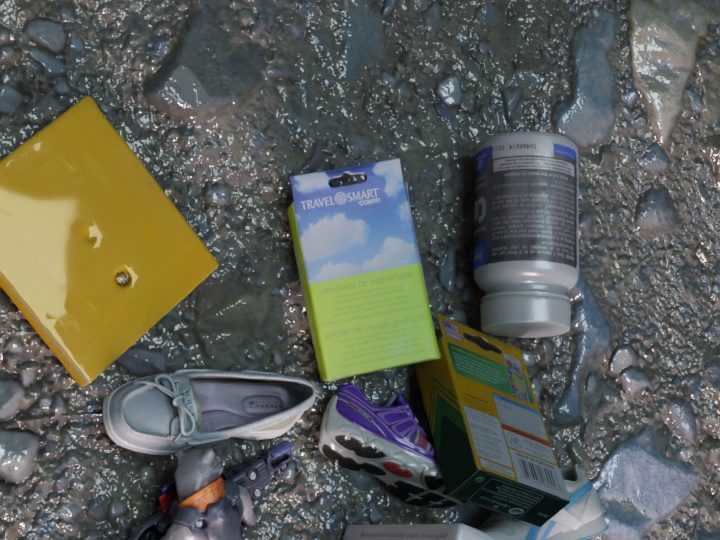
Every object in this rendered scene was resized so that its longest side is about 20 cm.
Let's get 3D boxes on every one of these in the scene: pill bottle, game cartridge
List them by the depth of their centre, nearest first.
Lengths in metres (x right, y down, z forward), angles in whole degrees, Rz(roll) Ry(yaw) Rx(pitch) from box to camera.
[{"bbox_3d":[-0.249,-0.028,1.230,0.176,0.032,0.201,-43,102,-31],"label":"game cartridge"},{"bbox_3d":[0.175,-0.036,1.449,0.113,0.113,0.203,10,75,-30],"label":"pill bottle"}]

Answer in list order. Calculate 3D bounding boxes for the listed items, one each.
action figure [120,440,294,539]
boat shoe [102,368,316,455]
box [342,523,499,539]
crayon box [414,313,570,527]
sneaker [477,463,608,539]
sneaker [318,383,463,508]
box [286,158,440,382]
[{"bbox_3d":[-0.103,0.236,1.229,0.199,0.104,0.195,-37,109,-31],"label":"action figure"},{"bbox_3d":[-0.136,0.122,1.241,0.200,0.065,0.075,3,64,-33],"label":"boat shoe"},{"bbox_3d":[0.094,0.331,1.274,0.199,0.198,0.132,29,67,-25],"label":"box"},{"bbox_3d":[0.127,0.150,1.376,0.125,0.052,0.201,23,36,-31],"label":"crayon box"},{"bbox_3d":[0.168,0.259,1.418,0.198,0.076,0.082,-10,77,-39],"label":"sneaker"},{"bbox_3d":[0.051,0.172,1.355,0.199,0.080,0.084,33,52,-27],"label":"sneaker"},{"bbox_3d":[0.000,0.000,1.351,0.120,0.048,0.203,-10,86,-14],"label":"box"}]
